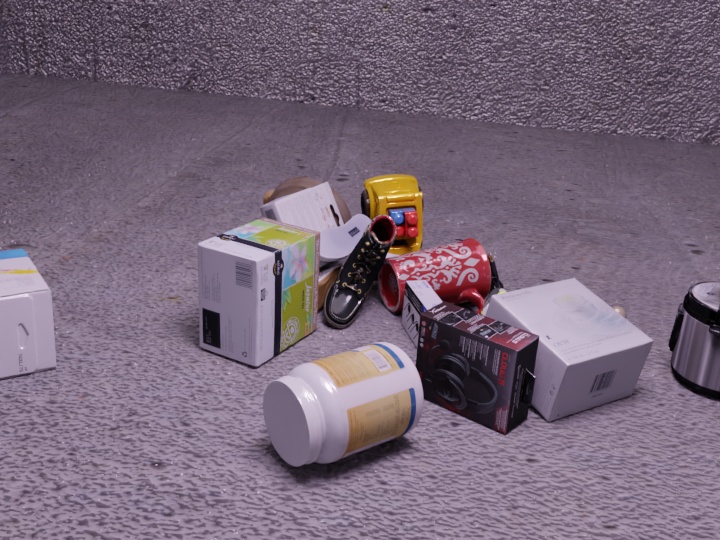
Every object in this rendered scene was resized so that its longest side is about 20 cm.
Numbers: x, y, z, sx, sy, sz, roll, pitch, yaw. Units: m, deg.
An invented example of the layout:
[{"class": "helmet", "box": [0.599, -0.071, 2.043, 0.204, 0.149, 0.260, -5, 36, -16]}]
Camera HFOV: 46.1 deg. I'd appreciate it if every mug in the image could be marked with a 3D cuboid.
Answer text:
[{"class": "mug", "box": [0.154, 0.020, 1.701, 0.199, 0.134, 0.177, -9, 23, -21]}]

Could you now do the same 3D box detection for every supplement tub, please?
[{"class": "supplement tub", "box": [-0.024, 0.192, 1.221, 0.199, 0.145, 0.144, -12, 27, -35]}]

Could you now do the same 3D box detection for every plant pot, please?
[{"class": "plant pot", "box": [-0.139, -0.073, 1.837, 0.199, 0.201, 0.174, 11, 41, 17]}]

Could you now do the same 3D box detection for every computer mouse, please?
[{"class": "computer mouse", "box": [0.225, -0.005, 1.843, 0.044, 0.110, 0.200, -34, 26, -23]}]

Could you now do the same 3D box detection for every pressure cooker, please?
[{"class": "pressure cooker", "box": [0.646, 0.104, 1.478, 0.178, 0.201, 0.176, -1, 23, -10]}]

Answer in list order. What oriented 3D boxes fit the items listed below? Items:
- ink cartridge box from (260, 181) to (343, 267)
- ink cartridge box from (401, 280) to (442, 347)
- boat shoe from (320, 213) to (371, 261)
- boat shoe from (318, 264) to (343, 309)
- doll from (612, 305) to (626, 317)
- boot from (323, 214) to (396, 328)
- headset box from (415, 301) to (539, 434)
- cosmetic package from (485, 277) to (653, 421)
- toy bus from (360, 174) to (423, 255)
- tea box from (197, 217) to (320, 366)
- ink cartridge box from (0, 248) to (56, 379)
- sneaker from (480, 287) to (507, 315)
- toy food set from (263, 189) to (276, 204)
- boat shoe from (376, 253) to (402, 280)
[{"class": "ink cartridge box", "box": [-0.108, -0.085, 1.744, 0.050, 0.163, 0.200, -17, 8, 32]}, {"class": "ink cartridge box", "box": [0.126, 0.098, 1.545, 0.044, 0.094, 0.200, -2, 23, -14]}, {"class": "boat shoe", "box": [-0.042, -0.053, 1.720, 0.074, 0.065, 0.200, 52, 38, 9]}, {"class": "boat shoe", "box": [-0.090, 0.033, 1.702, 0.069, 0.071, 0.200, 8, 20, 28]}, {"class": "doll", "box": [0.435, 0.077, 1.711, 0.199, 0.049, 0.137, 7, 23, 8]}, {"class": "boot", "box": [-0.001, -0.001, 1.624, 0.073, 0.154, 0.204, 28, 50, 0]}, {"class": "headset box", "box": [0.189, 0.155, 1.346, 0.199, 0.150, 0.077, 21, 28, 35]}, {"class": "cosmetic package", "box": [0.341, 0.125, 1.433, 0.199, 0.123, 0.200, -10, 36, -31]}, {"class": "toy bus", "box": [0.084, -0.092, 1.852, 0.135, 0.201, 0.192, -6, 22, -10]}, {"class": "tea box", "box": [-0.179, 0.033, 1.515, 0.133, 0.201, 0.197, 15, 25, 26]}, {"class": "ink cartridge box", "box": [-0.609, 0.072, 1.418, 0.145, 0.147, 0.200, -10, 25, -31]}, {"class": "sneaker", "box": [0.259, 0.104, 1.602, 0.076, 0.076, 0.200, 17, 35, 11]}, {"class": "toy food set", "box": [-0.117, -0.121, 1.963, 0.197, 0.200, 0.049, 9, 58, 28]}, {"class": "boat shoe", "box": [0.082, 0.004, 1.807, 0.199, 0.070, 0.067, 11, 56, -45]}]
